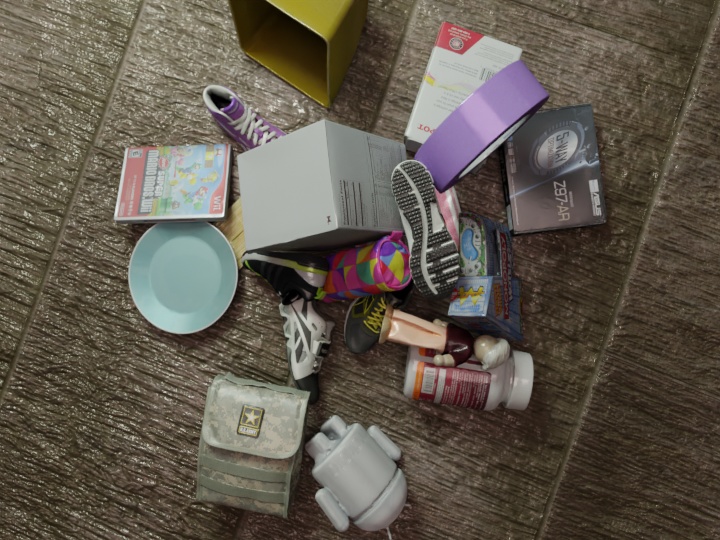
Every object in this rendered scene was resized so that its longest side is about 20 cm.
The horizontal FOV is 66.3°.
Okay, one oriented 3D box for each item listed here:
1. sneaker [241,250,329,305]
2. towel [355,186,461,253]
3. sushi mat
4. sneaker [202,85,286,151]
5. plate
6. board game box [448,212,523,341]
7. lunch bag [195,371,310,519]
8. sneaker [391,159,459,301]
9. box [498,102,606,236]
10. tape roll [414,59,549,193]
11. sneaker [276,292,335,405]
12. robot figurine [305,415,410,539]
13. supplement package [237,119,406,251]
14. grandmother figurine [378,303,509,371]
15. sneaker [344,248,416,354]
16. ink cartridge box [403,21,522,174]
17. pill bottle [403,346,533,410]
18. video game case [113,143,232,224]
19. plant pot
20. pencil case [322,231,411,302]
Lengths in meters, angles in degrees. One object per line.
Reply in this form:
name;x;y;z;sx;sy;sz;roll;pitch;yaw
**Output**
sneaker;-0.132;0.013;0.903;0.197;0.071;0.085;6;88;43
towel;0.083;-0.076;0.958;0.195;0.030;0.150;-18;87;2
sushi mat;-0.231;-0.051;0.982;0.199;0.012;0.096;-42;87;1
sneaker;-0.187;-0.240;0.940;0.198;0.114;0.074;34;88;3
plate;-0.308;0.008;0.966;0.194;0.026;0.206;0;87;3
board game box;0.199;0.015;0.861;0.060;0.198;0.206;-2;87;30
lunch bag;-0.171;0.274;0.890;0.159;0.118;0.205;10;107;3
sneaker;0.097;-0.058;0.794;0.072;0.080;0.205;-12;99;9
box;0.323;-0.169;0.941;0.156;0.044;0.206;-6;87;3
tape roll;0.171;-0.201;0.790;0.199;0.200;0.066;-41;86;1
sneaker;-0.081;0.123;0.935;0.086;0.074;0.206;-11;87;4
robot figurine;-0.002;0.336;0.900;0.200;0.113;0.169;46;57;4
supplement package;-0.051;-0.116;0.847;0.188;0.198;0.151;-9;86;37
grandmother figurine;0.128;0.105;0.831;0.195;0.122;0.062;13;126;4
sneaker;0.034;0.054;0.914;0.073;0.085;0.203;29;98;-9
ink cartridge box;0.169;-0.287;0.935;0.142;0.083;0.205;20;88;2
pill bottle;0.173;0.167;0.900;0.194;0.110;0.113;9;88;4
video game case;-0.327;-0.154;0.971;0.194;0.018;0.147;-1;70;3
plant pot;-0.085;-0.436;0.911;0.198;0.200;0.178;33;79;4
pencil case;0.000;0.000;0.874;0.087;0.198;0.091;9;75;-38
